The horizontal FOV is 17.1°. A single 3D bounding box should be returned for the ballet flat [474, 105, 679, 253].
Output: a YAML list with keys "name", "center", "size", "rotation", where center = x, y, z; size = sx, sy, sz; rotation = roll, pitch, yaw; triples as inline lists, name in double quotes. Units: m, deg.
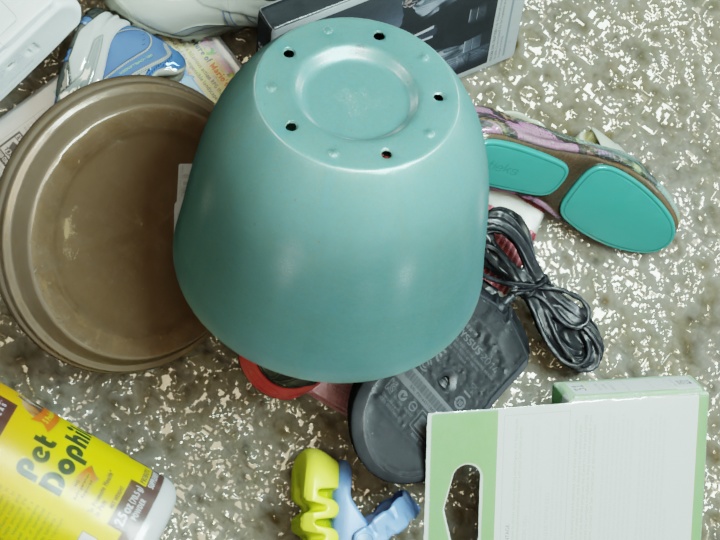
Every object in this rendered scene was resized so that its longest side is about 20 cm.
- name: "ballet flat"
  center: [0.137, -0.074, 1.654]
  size: [0.200, 0.071, 0.069]
  rotation: [19, 128, -29]

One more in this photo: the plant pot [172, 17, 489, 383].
- name: "plant pot"
  center: [-0.010, -0.058, 1.473]
  size: [0.201, 0.161, 0.201]
  rotation: [5, 52, -6]

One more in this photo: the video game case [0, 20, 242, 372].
- name: "video game case"
  center: [-0.135, -0.063, 1.639]
  size: [0.182, 0.024, 0.200]
  rotation: [-38, 92, -10]

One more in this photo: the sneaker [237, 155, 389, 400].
- name: "sneaker"
  center: [0.000, 0.000, 1.581]
  size: [0.071, 0.098, 0.200]
  rotation: [40, 78, -11]

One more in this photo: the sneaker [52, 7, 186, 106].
- name: "sneaker"
  center: [-0.177, -0.072, 1.582]
  size: [0.077, 0.076, 0.200]
  rotation: [18, 84, -2]

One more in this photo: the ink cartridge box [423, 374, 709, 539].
- name: "ink cartridge box"
  center: [0.136, 0.150, 1.630]
  size: [0.200, 0.048, 0.146]
  rotation: [-2, 107, -11]

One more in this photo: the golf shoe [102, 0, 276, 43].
- name: "golf shoe"
  center: [-0.074, -0.195, 1.606]
  size: [0.200, 0.097, 0.078]
  rotation: [7, 76, -16]

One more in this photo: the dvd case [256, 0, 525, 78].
- name: "dvd case"
  center: [0.021, -0.159, 1.598]
  size: [0.200, 0.150, 0.025]
  rotation: [-24, 64, -17]

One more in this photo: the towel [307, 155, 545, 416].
- name: "towel"
  center: [0.026, 0.007, 1.650]
  size: [0.144, 0.023, 0.200]
  rotation: [31, 82, -15]

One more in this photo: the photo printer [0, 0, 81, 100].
- name: "photo printer"
  center: [-0.307, -0.184, 1.572]
  size: [0.166, 0.069, 0.200]
  rotation: [-44, 76, 0]

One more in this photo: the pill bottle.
- name: "pill bottle"
  center: [-0.229, 0.140, 1.568]
  size: [0.200, 0.109, 0.109]
  rotation: [30, 83, -6]

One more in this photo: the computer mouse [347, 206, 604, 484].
- name: "computer mouse"
  center: [0.063, 0.066, 1.626]
  size: [0.200, 0.053, 0.139]
  rotation: [-43, 108, -21]

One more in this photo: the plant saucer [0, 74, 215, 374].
- name: "plant saucer"
  center: [-0.146, -0.027, 1.564]
  size: [0.200, 0.029, 0.200]
  rotation: [-8, 104, -32]

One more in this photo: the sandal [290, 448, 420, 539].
- name: "sandal"
  center: [-0.003, 0.222, 1.617]
  size: [0.087, 0.079, 0.200]
  rotation: [2, 88, -12]
